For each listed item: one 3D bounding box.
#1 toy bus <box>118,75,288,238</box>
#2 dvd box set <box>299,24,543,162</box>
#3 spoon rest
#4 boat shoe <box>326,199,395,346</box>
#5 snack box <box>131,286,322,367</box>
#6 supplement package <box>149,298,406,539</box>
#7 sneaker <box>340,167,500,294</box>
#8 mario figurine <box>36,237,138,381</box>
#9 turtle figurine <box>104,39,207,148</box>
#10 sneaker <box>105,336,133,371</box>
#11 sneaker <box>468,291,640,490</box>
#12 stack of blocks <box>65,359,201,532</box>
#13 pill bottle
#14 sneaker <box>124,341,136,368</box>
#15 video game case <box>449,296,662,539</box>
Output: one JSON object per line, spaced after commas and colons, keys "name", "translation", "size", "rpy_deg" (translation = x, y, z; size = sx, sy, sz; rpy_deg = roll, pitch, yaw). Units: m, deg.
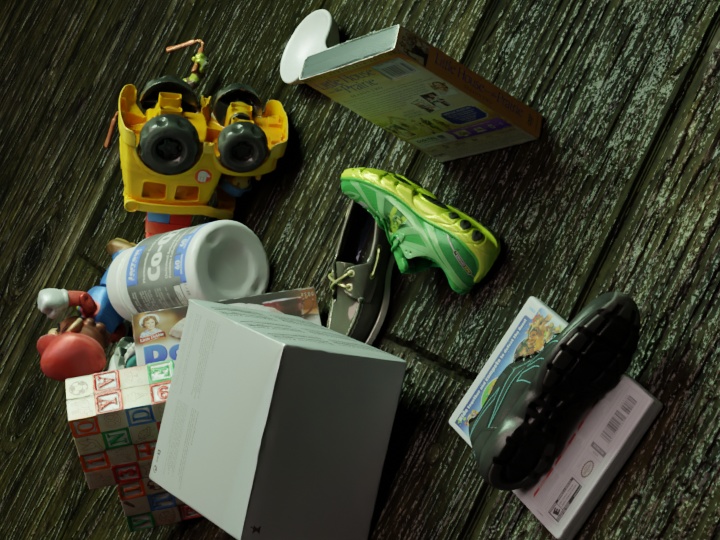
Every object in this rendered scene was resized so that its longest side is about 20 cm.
{"name": "toy bus", "translation": [-0.196, -0.120, 1.914], "size": [0.136, 0.199, 0.192], "rpy_deg": [-103, 19, -58]}
{"name": "dvd box set", "translation": [0.060, -0.169, 1.557], "size": [0.146, 0.200, 0.029], "rpy_deg": [-11, 60, 50]}
{"name": "spoon rest", "translation": [-0.043, -0.250, 1.868], "size": [0.100, 0.061, 0.200], "rpy_deg": [-58, 36, 7]}
{"name": "boat shoe", "translation": [-0.002, 0.000, 1.649], "size": [0.072, 0.060, 0.202], "rpy_deg": [2, 70, 52]}
{"name": "snack box", "translation": [-0.141, 0.067, 1.690], "size": [0.024, 0.199, 0.072], "rpy_deg": [92, 168, -62]}
{"name": "supplement package", "translation": [-0.084, 0.148, 1.554], "size": [0.200, 0.147, 0.192], "rpy_deg": [20, 98, 55]}
{"name": "sneaker", "translation": [0.046, -0.042, 1.569], "size": [0.200, 0.074, 0.084], "rpy_deg": [35, 107, 35]}
{"name": "mario figurine", "translation": [-0.342, 0.053, 1.975], "size": [0.106, 0.123, 0.200], "rpy_deg": [-37, 17, 53]}
{"name": "turtle figurine", "translation": [-0.250, -0.197, 2.100], "size": [0.200, 0.064, 0.161], "rpy_deg": [-43, 46, 13]}
{"name": "sneaker", "translation": [-0.278, 0.171, 1.893], "size": [0.089, 0.074, 0.200], "rpy_deg": [-54, 23, 22]}
{"name": "sneaker", "translation": [0.155, 0.090, 1.342], "size": [0.200, 0.075, 0.079], "rpy_deg": [-52, 34, 15]}
{"name": "stack of blocks", "translation": [-0.237, 0.192, 1.690], "size": [0.115, 0.200, 0.059], "rpy_deg": [-11, 45, -5]}
{"name": "pill bottle", "translation": [-0.208, 0.008, 1.866], "size": [0.200, 0.114, 0.114], "rpy_deg": [-10, 61, 49]}
{"name": "sneaker", "translation": [-0.199, 0.112, 1.816], "size": [0.200, 0.077, 0.080], "rpy_deg": [-8, 74, 41]}
{"name": "video game case", "translation": [0.165, 0.125, 1.387], "size": [0.143, 0.018, 0.200], "rpy_deg": [-58, 35, 9]}
